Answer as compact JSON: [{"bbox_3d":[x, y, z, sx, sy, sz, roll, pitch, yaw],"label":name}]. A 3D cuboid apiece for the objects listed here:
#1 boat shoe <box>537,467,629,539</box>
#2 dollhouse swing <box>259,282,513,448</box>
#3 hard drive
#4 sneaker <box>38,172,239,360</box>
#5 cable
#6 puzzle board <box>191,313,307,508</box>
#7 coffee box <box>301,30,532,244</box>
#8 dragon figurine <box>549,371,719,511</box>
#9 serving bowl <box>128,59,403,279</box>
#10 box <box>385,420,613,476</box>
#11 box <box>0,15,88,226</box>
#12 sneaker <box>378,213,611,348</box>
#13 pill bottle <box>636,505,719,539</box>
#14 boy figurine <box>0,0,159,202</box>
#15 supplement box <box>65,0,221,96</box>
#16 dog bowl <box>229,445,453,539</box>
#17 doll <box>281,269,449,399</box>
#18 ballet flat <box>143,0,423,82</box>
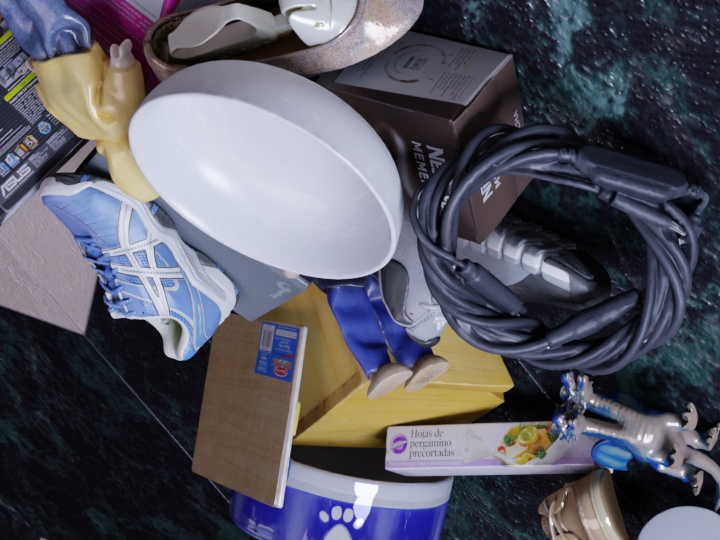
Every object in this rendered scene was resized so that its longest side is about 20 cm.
[{"bbox_3d":[0.179,0.206,1.249,0.200,0.064,0.072,59,-163,-74],"label":"boat shoe"},{"bbox_3d":[0.010,0.044,1.344,0.180,0.177,0.200,4,157,-21],"label":"dollhouse swing"},{"bbox_3d":[-0.142,-0.036,1.278,0.199,0.033,0.139,34,155,-13],"label":"hard drive"},{"bbox_3d":[-0.182,-0.005,1.244,0.200,0.077,0.075,42,153,-29],"label":"sneaker"},{"bbox_3d":[0.124,-0.012,1.028,0.198,0.051,0.164,13,117,-9],"label":"cable"},{"bbox_3d":[-0.097,0.117,1.359,0.017,0.152,0.200,10,177,-26],"label":"puzzle board"},{"bbox_3d":[0.015,-0.107,1.101,0.199,0.080,0.114,18,141,33],"label":"coffee box"},{"bbox_3d":[0.216,0.128,1.182,0.099,0.059,0.200,14,169,36],"label":"dragon figurine"},{"bbox_3d":[-0.056,-0.078,1.055,0.199,0.066,0.201,20,152,11],"label":"serving bowl"},{"bbox_3d":[0.115,0.150,1.295,0.199,0.039,0.041,-6,160,33],"label":"box"},{"bbox_3d":[-0.283,-0.158,1.251,0.160,0.200,0.044,43,149,-6],"label":"box"},{"bbox_3d":[0.087,0.014,1.138,0.199,0.075,0.116,30,108,33],"label":"sneaker"},{"bbox_3d":[0.276,0.285,1.271,0.110,0.111,0.201,19,145,32],"label":"pill bottle"},{"bbox_3d":[-0.191,-0.139,1.109,0.124,0.065,0.201,-6,127,50],"label":"boy figurine"},{"bbox_3d":[-0.155,-0.214,1.135,0.103,0.101,0.200,38,149,4],"label":"supplement box"},{"bbox_3d":[-0.018,0.202,1.418,0.199,0.199,0.079,16,98,35],"label":"dog bowl"},{"bbox_3d":[0.000,0.000,1.215,0.048,0.136,0.201,-45,63,43],"label":"doll"},{"bbox_3d":[-0.057,-0.164,1.040,0.199,0.069,0.067,-16,160,15],"label":"ballet flat"}]
